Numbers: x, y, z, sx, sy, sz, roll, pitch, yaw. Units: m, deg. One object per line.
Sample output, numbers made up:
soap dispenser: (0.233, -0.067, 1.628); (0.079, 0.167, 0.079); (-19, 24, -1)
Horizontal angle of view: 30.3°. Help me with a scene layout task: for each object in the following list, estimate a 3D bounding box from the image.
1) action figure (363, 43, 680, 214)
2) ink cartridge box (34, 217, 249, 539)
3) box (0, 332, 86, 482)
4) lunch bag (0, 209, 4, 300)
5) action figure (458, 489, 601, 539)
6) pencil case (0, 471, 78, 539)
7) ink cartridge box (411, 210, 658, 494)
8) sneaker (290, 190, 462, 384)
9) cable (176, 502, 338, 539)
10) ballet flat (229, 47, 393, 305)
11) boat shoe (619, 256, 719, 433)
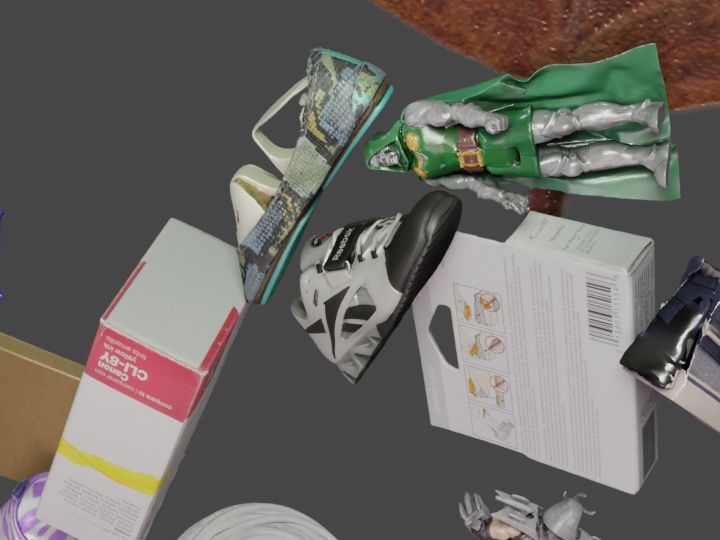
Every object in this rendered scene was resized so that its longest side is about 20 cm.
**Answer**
action figure: (0.094, -0.079, 0.839); (0.197, 0.055, 0.119); (-1, 130, 24)
ink cartridge box: (-0.154, 0.088, 0.973); (0.082, 0.146, 0.202); (24, 124, -2)
box: (-0.260, 0.135, 1.139); (0.197, 0.021, 0.165); (22, 131, 1)
lunch bag: (-0.377, 0.025, 0.975); (0.168, 0.201, 0.129); (17, 130, 3)
action figure: (0.122, 0.235, 1.069); (0.129, 0.070, 0.201); (35, 126, -1)
pencil case: (-0.299, 0.249, 1.182); (0.083, 0.086, 0.200); (31, 141, -12)
ink cartridge box: (0.121, 0.050, 0.938); (0.172, 0.044, 0.202); (16, 134, 32)
sneaker: (0.000, 0.000, 0.905); (0.088, 0.074, 0.201); (38, 141, 4)
cable: (-0.080, 0.292, 1.088); (0.200, 0.200, 0.069); (46, 134, 2)
ballet flat: (-0.049, -0.065, 0.887); (0.074, 0.075, 0.201); (29, 121, -6)
boat shoe: (0.260, 0.067, 0.885); (0.199, 0.074, 0.093); (31, 92, -41)
